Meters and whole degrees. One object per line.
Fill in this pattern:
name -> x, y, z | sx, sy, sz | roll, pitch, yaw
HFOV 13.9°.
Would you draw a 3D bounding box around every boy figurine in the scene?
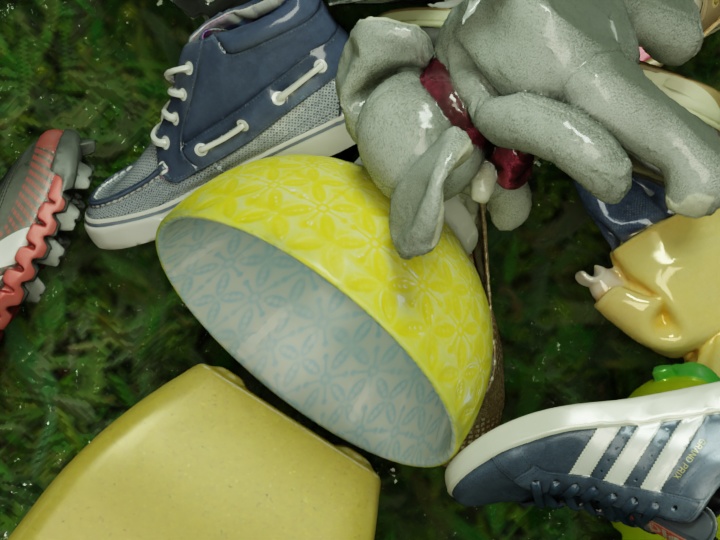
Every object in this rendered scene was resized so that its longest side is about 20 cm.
boy figurine -> 0.186, -0.003, 1.656 | 0.124, 0.064, 0.200 | -32, 94, -15

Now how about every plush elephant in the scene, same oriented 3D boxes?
plush elephant -> 0.068, -0.078, 1.486 | 0.200, 0.165, 0.155 | 24, 126, -30

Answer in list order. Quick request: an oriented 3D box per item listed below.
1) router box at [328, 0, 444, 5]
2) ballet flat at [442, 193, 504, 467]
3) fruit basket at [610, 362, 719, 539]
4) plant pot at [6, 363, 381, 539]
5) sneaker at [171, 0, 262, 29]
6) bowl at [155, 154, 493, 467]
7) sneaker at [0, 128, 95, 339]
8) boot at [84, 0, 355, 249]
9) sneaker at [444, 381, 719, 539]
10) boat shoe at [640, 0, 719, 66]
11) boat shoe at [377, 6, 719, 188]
router box -> 0.041, -0.245, 1.602 | 0.150, 0.062, 0.200 | -6, 86, -41
ballet flat -> 0.044, 0.015, 1.660 | 0.070, 0.065, 0.200 | -8, 93, -1
fruit basket -> 0.182, 0.161, 1.630 | 0.215, 0.156, 0.216 | -1, 68, 4
plant pot -> -0.088, 0.162, 1.614 | 0.195, 0.194, 0.200 | 33, 87, 0
sneaker -> -0.057, -0.160, 1.654 | 0.074, 0.089, 0.200 | -24, 117, 27
bowl -> 0.000, 0.000, 1.575 | 0.200, 0.200, 0.108 | 38, 69, -1
sneaker -> -0.225, -0.001, 1.663 | 0.098, 0.071, 0.201 | 30, 94, -2
boot -> -0.085, -0.088, 1.627 | 0.200, 0.073, 0.090 | -25, 114, 22
sneaker -> 0.145, 0.113, 1.537 | 0.200, 0.075, 0.085 | -12, 71, 8
boat shoe -> 0.177, -0.157, 1.647 | 0.200, 0.069, 0.074 | -44, 92, 3
boat shoe -> 0.098, -0.090, 1.585 | 0.200, 0.073, 0.065 | 15, 78, 9
